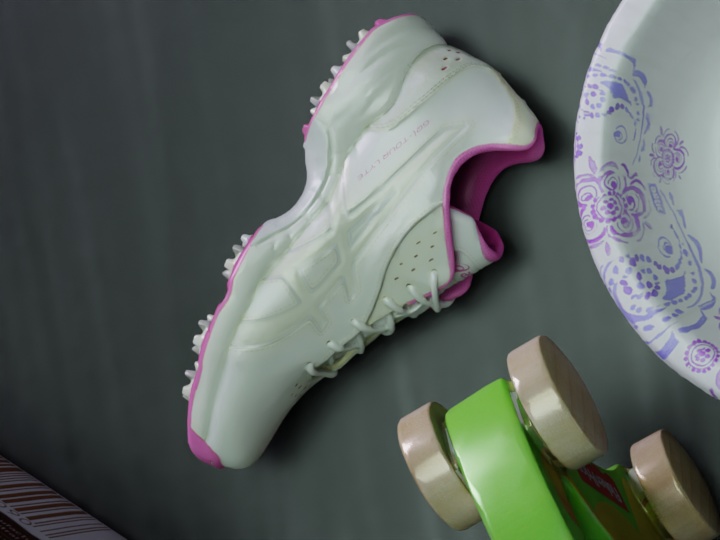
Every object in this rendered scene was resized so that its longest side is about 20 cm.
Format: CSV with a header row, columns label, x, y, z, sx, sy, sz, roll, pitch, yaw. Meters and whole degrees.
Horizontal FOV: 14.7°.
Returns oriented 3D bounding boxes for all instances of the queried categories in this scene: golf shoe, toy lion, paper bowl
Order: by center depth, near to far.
label,x,y,z,sx,sy,sz,roll,pitch,yaw
toy lion,0.108,0.139,1.008,0.069,0.200,0.192,-32,60,13
paper bowl,0.187,-0.041,1.031,0.201,0.104,0.201,-1,87,19
golf shoe,0.000,0.000,1.110,0.092,0.075,0.200,30,98,14

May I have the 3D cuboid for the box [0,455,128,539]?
label,x,y,z,sx,sy,sz,roll,pitch,yaw
box,-0.208,0.169,1.124,0.166,0.164,0.200,31,98,16
